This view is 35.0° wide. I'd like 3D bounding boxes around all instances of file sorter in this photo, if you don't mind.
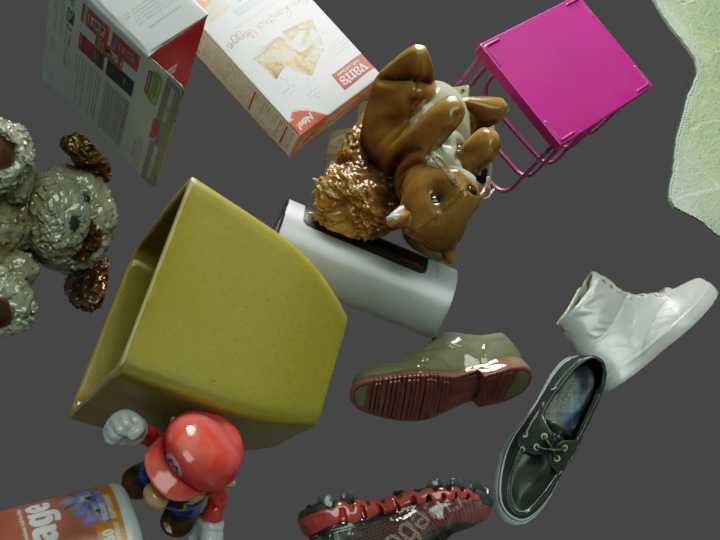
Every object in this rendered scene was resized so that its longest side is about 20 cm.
[{"bbox_3d":[0.207,-0.199,1.316,0.199,0.125,0.139,-33,81,-39],"label":"file sorter"}]

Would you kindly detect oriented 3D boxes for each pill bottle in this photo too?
[{"bbox_3d":[-0.289,0.259,0.974,0.198,0.112,0.113,-11,72,-23],"label":"pill bottle"}]

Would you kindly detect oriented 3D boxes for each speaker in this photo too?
[{"bbox_3d":[0.000,0.000,1.204,0.199,0.081,0.082,23,62,-8],"label":"speaker"}]

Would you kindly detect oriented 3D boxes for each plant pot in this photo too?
[{"bbox_3d":[-0.129,0.068,1.073,0.199,0.195,0.196,25,62,-16],"label":"plant pot"}]

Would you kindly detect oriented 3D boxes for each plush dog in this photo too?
[{"bbox_3d":[-0.316,-0.045,1.101,0.171,0.160,0.202,-2,96,-34],"label":"plush dog"}]

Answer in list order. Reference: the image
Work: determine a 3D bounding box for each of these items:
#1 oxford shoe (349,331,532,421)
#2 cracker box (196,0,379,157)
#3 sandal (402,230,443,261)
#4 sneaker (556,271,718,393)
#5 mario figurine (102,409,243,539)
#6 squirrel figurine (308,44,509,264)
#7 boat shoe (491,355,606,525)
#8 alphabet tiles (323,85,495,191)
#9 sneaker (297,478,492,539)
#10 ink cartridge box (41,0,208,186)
[{"bbox_3d":[0.078,0.107,1.203,0.198,0.071,0.074,-3,44,-20],"label":"oxford shoe"},{"bbox_3d":[-0.093,-0.245,1.288,0.134,0.058,0.200,-40,85,-28],"label":"cracker box"},{"bbox_3d":[0.093,-0.090,1.263,0.080,0.054,0.201,24,40,-6],"label":"sandal"},{"bbox_3d":[0.313,0.037,1.299,0.199,0.074,0.116,-34,85,-26],"label":"sneaker"},{"bbox_3d":[-0.171,0.188,0.995,0.122,0.200,0.107,10,64,-14],"label":"mario figurine"},{"bbox_3d":[0.050,-0.090,1.142,0.141,0.199,0.188,31,43,-41],"label":"squirrel figurine"},{"bbox_3d":[0.199,0.172,1.201,0.068,0.057,0.201,31,70,-3],"label":"boat shoe"},{"bbox_3d":[0.050,-0.121,1.240,0.198,0.006,0.168,-5,63,24],"label":"alphabet tiles"},{"bbox_3d":[0.041,0.260,1.112,0.199,0.071,0.099,-6,70,-19],"label":"sneaker"},{"bbox_3d":[-0.226,-0.208,1.144,0.176,0.200,0.084,45,61,4],"label":"ink cartridge box"}]
